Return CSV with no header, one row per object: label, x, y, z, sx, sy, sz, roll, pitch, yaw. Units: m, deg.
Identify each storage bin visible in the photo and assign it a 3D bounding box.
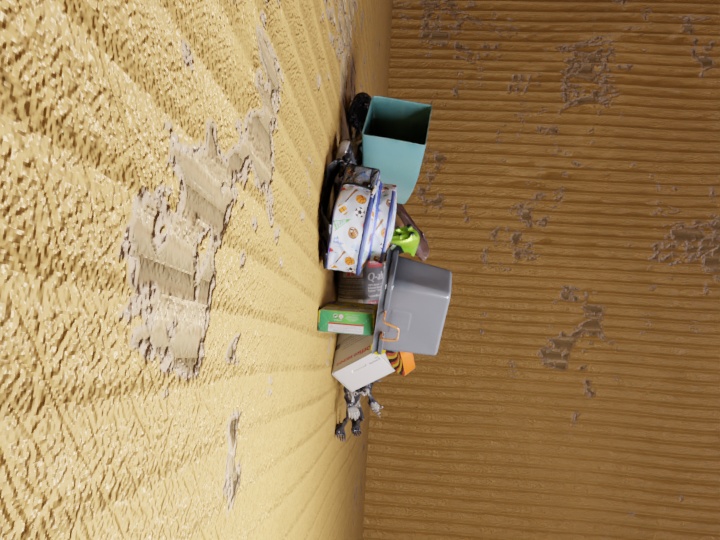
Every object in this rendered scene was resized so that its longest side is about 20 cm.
storage bin,0.099,0.078,1.150,0.147,0.130,0.204,-74,172,-53

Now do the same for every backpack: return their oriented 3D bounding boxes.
backpack,-0.007,-0.088,1.159,0.193,0.150,0.204,-67,165,-46

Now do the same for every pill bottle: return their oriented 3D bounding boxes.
pill bottle,0.000,0.000,1.409,0.116,0.112,0.206,-51,140,-82

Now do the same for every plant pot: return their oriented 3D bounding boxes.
plant pot,0.076,-0.263,1.357,0.202,0.137,0.144,95,7,-51

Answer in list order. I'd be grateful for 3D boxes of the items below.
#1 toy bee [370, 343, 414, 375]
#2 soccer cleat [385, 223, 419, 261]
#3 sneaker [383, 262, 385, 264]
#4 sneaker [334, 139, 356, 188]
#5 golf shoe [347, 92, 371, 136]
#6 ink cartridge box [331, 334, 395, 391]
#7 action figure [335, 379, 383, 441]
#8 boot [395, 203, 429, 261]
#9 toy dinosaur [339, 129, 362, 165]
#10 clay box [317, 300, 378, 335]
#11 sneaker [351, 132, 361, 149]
toy bee,0.077,0.130,1.349,0.129,0.108,0.206,-4,110,-43
soccer cleat,0.035,-0.055,1.325,0.068,0.194,0.083,-96,-174,-49
sneaker,0.033,-0.002,1.511,0.074,0.198,0.089,-19,130,-45
sneaker,0.001,-0.190,1.306,0.076,0.110,0.204,-73,167,-48
golf shoe,-0.002,-0.410,1.514,0.200,0.076,0.097,83,-6,-74
ink cartridge box,0.015,0.179,1.475,0.084,0.144,0.202,44,32,-26
action figure,0.000,0.346,1.536,0.102,0.116,0.205,46,-53,49
boot,0.096,-0.128,1.478,0.165,0.072,0.203,34,33,-33
toy dinosaur,-0.023,-0.229,1.387,0.102,0.075,0.206,-39,138,-68
clay box,-0.020,0.097,1.247,0.200,0.111,0.049,-17,111,-84
sneaker,0.049,-0.315,1.663,0.201,0.080,0.075,51,56,-41
